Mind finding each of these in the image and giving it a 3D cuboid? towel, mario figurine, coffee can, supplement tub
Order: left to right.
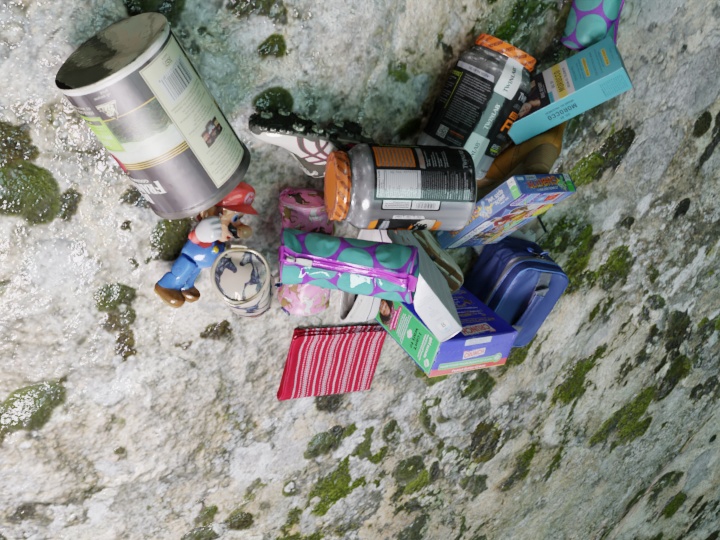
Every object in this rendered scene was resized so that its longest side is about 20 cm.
[{"bbox_3d":[-0.244,-0.183,0.906,0.146,0.146,0.200,-37,131,-9],"label":"coffee can"},{"bbox_3d":[-0.202,-0.032,1.050,0.106,0.123,0.200,26,106,-28],"label":"mario figurine"},{"bbox_3d":[-0.048,0.165,1.337,0.200,0.022,0.145,-1,118,-34],"label":"towel"},{"bbox_3d":[0.054,-0.118,1.066,0.199,0.123,0.123,0,119,-13],"label":"supplement tub"},{"bbox_3d":[0.182,-0.254,1.163,0.122,0.123,0.200,14,109,-39],"label":"supplement tub"}]

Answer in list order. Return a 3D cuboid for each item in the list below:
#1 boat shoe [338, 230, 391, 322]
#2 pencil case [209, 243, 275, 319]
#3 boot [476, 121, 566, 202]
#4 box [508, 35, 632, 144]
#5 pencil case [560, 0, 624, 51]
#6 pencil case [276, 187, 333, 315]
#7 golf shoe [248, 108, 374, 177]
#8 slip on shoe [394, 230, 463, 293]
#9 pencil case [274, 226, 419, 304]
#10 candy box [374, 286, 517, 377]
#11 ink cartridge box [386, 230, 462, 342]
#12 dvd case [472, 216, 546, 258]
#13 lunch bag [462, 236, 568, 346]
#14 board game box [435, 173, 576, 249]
[{"bbox_3d":[0.000,0.000,1.238,0.066,0.072,0.200,-11,130,-32],"label":"boat shoe"},{"bbox_3d":[-0.161,0.016,1.050,0.078,0.200,0.090,-10,82,-5],"label":"pencil case"},{"bbox_3d":[0.258,-0.185,1.282,0.071,0.201,0.144,48,46,-23],"label":"boot"},{"bbox_3d":[0.323,-0.287,1.199,0.200,0.082,0.049,-25,138,26],"label":"box"},{"bbox_3d":[0.395,-0.448,1.196,0.085,0.092,0.200,-38,148,-61],"label":"pencil case"},{"bbox_3d":[-0.086,-0.029,1.149,0.086,0.083,0.200,-6,122,-19],"label":"pencil case"},{"bbox_3d":[-0.073,-0.175,1.075,0.200,0.077,0.088,5,122,-35],"label":"golf shoe"},{"bbox_3d":[0.101,-0.040,1.288,0.200,0.061,0.076,39,110,-24],"label":"slip on shoe"},{"bbox_3d":[-0.017,-0.006,1.049,0.199,0.092,0.085,8,99,5],"label":"pencil case"},{"bbox_3d":[0.139,0.090,1.294,0.169,0.200,0.077,-3,119,-32],"label":"candy box"},{"bbox_3d":[0.079,-0.004,1.178,0.047,0.160,0.200,-34,114,14],"label":"ink cartridge box"},{"bbox_3d":[0.262,-0.088,1.389,0.143,0.018,0.200,-43,132,-3],"label":"dvd case"},{"bbox_3d":[0.286,0.039,1.383,0.136,0.132,0.200,7,123,-30],"label":"lunch bag"},{"bbox_3d":[0.236,-0.095,1.232,0.135,0.035,0.200,-7,161,-38],"label":"board game box"}]
